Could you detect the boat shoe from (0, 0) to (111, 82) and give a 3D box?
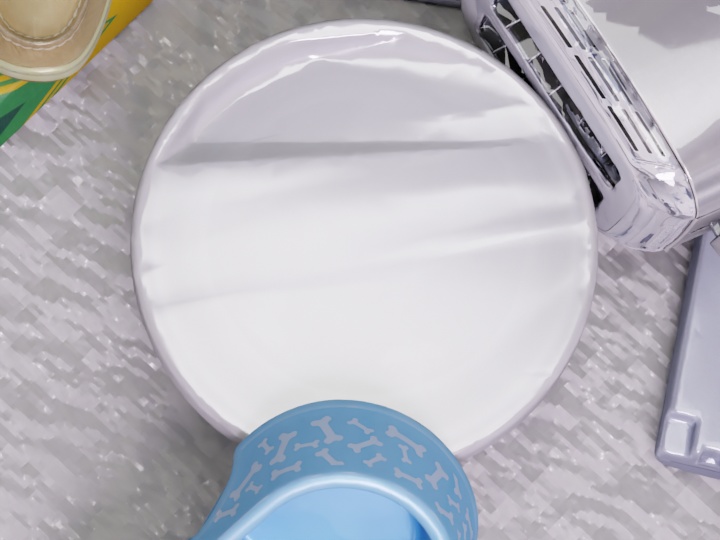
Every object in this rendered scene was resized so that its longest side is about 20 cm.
[{"bbox_3d":[-0.137,-0.183,1.170,0.073,0.063,0.202,8,71,-1],"label":"boat shoe"}]

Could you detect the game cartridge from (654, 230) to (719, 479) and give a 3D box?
[{"bbox_3d":[0.239,0.043,1.191,0.199,0.041,0.134,14,75,0],"label":"game cartridge"}]

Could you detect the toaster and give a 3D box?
[{"bbox_3d":[0.133,-0.106,1.161,0.129,0.114,0.200,-30,84,-14],"label":"toaster"}]

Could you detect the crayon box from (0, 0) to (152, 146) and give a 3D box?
[{"bbox_3d":[-0.178,-0.135,1.213,0.127,0.051,0.200,41,74,10],"label":"crayon box"}]

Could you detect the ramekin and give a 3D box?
[{"bbox_3d":[0.000,0.000,1.158,0.201,0.094,0.203,1,73,-3],"label":"ramekin"}]

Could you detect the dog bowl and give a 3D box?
[{"bbox_3d":[-0.040,0.142,1.081,0.200,0.050,0.111,-41,107,14],"label":"dog bowl"}]

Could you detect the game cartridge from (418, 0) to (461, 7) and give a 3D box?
[{"bbox_3d":[0.047,-0.190,1.254,0.199,0.040,0.134,10,75,-1],"label":"game cartridge"}]
